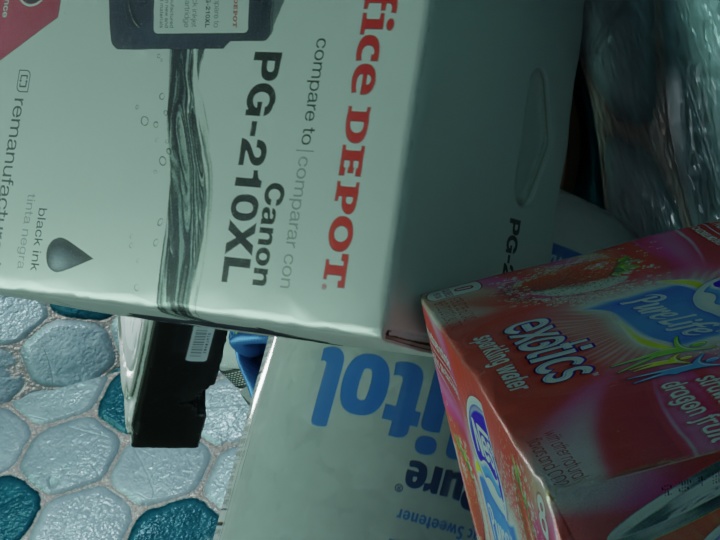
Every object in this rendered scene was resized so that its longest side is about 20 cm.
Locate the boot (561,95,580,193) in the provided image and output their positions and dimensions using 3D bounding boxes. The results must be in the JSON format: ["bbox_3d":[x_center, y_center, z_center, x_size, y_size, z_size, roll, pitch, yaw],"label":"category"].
[{"bbox_3d":[0.044,-0.082,0.774,0.200,0.075,0.074,73,175,-60],"label":"boot"}]

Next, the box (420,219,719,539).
[{"bbox_3d":[0.084,0.056,0.491,0.200,0.102,0.095,-114,10,-78],"label":"box"}]

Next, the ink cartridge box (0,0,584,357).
[{"bbox_3d":[-0.037,-0.052,0.658,0.084,0.200,0.145,13,-96,-54],"label":"ink cartridge box"}]

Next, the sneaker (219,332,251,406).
[{"bbox_3d":[0.014,0.005,0.946,0.140,0.200,0.078,56,-157,16],"label":"sneaker"}]

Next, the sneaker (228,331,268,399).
[{"bbox_3d":[0.000,0.000,0.823,0.105,0.076,0.200,18,-109,-55],"label":"sneaker"}]

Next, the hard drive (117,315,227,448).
[{"bbox_3d":[-0.086,-0.039,0.891,0.140,0.038,0.200,110,158,-55],"label":"hard drive"}]

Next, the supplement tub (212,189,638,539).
[{"bbox_3d":[0.021,0.069,0.719,0.132,0.132,0.200,90,-166,-79],"label":"supplement tub"}]
